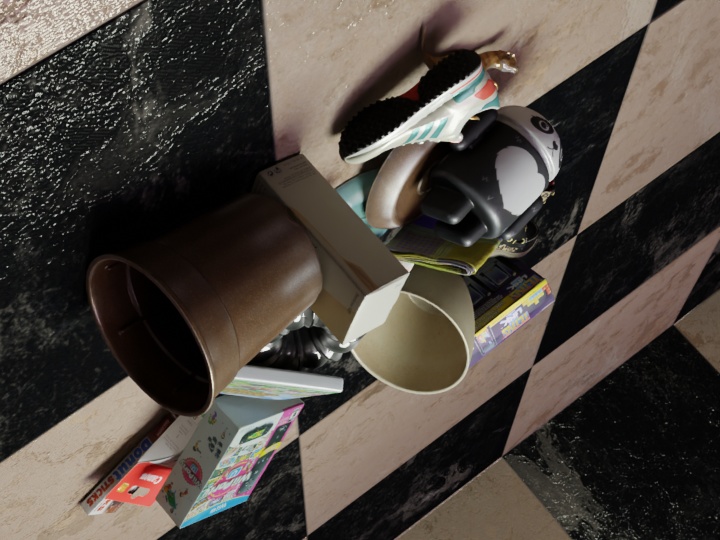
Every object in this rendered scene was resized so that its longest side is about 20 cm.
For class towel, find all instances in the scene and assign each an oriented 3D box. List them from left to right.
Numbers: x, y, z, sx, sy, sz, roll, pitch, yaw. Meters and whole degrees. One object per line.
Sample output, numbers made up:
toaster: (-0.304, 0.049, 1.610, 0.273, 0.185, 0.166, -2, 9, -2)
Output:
towel: (0.127, -0.058, 1.801, 0.200, 0.143, 0.023, -47, 139, -46)

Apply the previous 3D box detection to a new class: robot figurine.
robot figurine: (0.171, -0.121, 1.712, 0.200, 0.125, 0.150, -45, 165, -16)

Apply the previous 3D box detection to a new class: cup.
cup: (0.094, 0.067, 2.025, 0.143, 0.200, 0.200, -56, 176, -45)

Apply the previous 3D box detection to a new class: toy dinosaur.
toy dinosaur: (0.110, -0.238, 1.602, 0.200, 0.060, 0.106, -8, 110, -49)

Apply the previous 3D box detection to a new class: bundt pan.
bundt pan: (-0.077, 0.064, 1.651, 0.202, 0.076, 0.202, -11, 150, -6)

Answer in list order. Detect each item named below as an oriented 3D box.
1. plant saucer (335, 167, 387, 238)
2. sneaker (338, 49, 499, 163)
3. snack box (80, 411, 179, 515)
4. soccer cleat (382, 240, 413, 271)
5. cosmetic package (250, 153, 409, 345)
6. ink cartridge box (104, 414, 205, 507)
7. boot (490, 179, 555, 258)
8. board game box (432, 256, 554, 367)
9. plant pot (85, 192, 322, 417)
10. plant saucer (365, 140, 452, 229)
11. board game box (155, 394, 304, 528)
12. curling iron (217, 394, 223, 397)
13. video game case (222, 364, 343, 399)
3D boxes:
plant saucer: (-0.018, -0.055, 1.768, 0.200, 0.027, 0.200, -34, 159, -15)
sneaker: (0.073, -0.168, 1.552, 0.200, 0.070, 0.093, -33, 130, 11)
snack box: (-0.316, 0.278, 1.924, 0.200, 0.024, 0.072, -46, 159, 12)
soccer cleat: (0.000, 0.000, 1.781, 0.200, 0.069, 0.085, -22, 158, -31)
cosmetic package: (-0.044, -0.025, 1.528, 0.071, 0.200, 0.105, -27, 155, -35)
ink cartridge box: (-0.254, 0.274, 1.913, 0.200, 0.050, 0.161, -49, 159, -1)
boot: (0.255, -0.095, 2.114, 0.200, 0.073, 0.151, -5, 139, -50)
board game box: (0.186, 0.055, 2.157, 0.200, 0.165, 0.057, -37, 130, -10)
plant pot: (-0.161, 0.022, 1.460, 0.198, 0.200, 0.200, -37, 161, -34)
plant saucer: (0.084, -0.130, 1.739, 0.200, 0.032, 0.200, -42, 158, -21)
board game box: (-0.182, 0.254, 1.867, 0.147, 0.064, 0.200, -14, 142, -53)
curling iron: (-0.166, 0.163, 1.950, 0.200, 0.026, 0.050, -42, 157, 5)
video game case: (-0.151, 0.140, 1.688, 0.200, 0.022, 0.182, 9, 168, -28)
